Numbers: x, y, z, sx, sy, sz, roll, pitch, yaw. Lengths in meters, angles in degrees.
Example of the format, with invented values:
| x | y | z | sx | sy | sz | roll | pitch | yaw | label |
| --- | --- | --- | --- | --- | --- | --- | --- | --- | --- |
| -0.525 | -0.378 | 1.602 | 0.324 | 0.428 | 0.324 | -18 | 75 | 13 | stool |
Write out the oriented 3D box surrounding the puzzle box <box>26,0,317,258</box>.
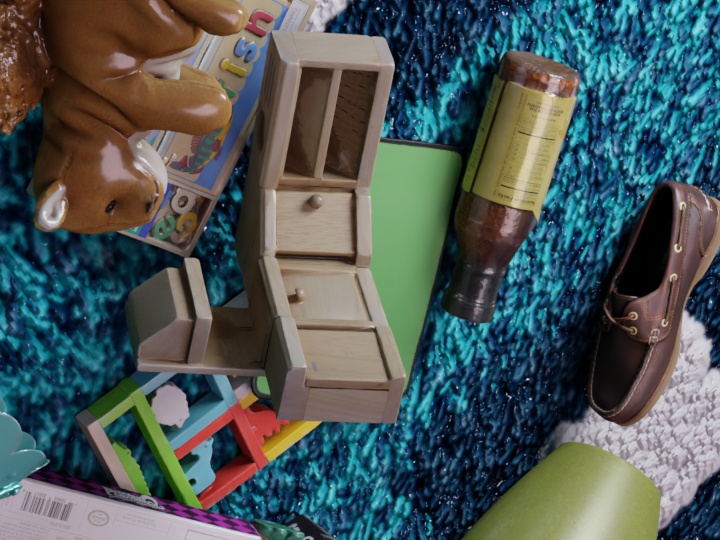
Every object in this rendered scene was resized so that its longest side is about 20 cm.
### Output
| x | y | z | sx | sy | sz | roll | pitch | yaw | label |
| --- | --- | --- | --- | --- | --- | --- | --- | --- | --- |
| -0.124 | -0.117 | 1.606 | 0.133 | 0.025 | 0.200 | 21 | 98 | -42 | puzzle box |

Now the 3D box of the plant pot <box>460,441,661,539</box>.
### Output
| x | y | z | sx | sy | sz | roll | pitch | yaw | label |
| --- | --- | --- | --- | --- | --- | --- | --- | --- | --- |
| 0.155 | 0.245 | 1.925 | 0.200 | 0.187 | 0.187 | -58 | 135 | -20 | plant pot |

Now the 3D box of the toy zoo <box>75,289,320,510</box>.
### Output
| x | y | z | sx | sy | sz | roll | pitch | yaw | label |
| --- | --- | --- | --- | --- | --- | --- | --- | --- | --- |
| -0.098 | 0.094 | 1.738 | 0.200 | 0.020 | 0.131 | -36 | 130 | -18 | toy zoo |

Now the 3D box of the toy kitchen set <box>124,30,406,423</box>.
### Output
| x | y | z | sx | sy | sz | roll | pitch | yaw | label |
| --- | --- | --- | --- | --- | --- | --- | --- | --- | --- |
| -0.059 | -0.029 | 1.566 | 0.163 | 0.200 | 0.181 | 2 | 124 | -15 | toy kitchen set |

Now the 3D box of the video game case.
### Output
| x | y | z | sx | sy | sz | roll | pitch | yaw | label |
| --- | --- | --- | --- | --- | --- | --- | --- | --- | --- |
| -0.192 | 0.238 | 1.689 | 0.200 | 0.036 | 0.182 | 16 | 101 | -24 | video game case |

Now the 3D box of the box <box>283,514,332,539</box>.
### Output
| x | y | z | sx | sy | sz | roll | pitch | yaw | label |
| --- | --- | --- | --- | --- | --- | --- | --- | --- | --- |
| -0.094 | 0.299 | 1.828 | 0.200 | 0.046 | 0.159 | -30 | 127 | -23 | box |

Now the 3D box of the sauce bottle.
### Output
| x | y | z | sx | sy | sz | roll | pitch | yaw | label |
| --- | --- | --- | --- | --- | --- | --- | --- | --- | --- |
| 0.105 | -0.060 | 1.792 | 0.066 | 0.066 | 0.200 | 3 | 112 | -39 | sauce bottle |

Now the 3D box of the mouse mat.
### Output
| x | y | z | sx | sy | sz | roll | pitch | yaw | label |
| --- | --- | --- | --- | --- | --- | --- | --- | --- | --- |
| 0.000 | 0.000 | 1.760 | 0.161 | 0.008 | 0.200 | 4 | 103 | -44 | mouse mat |

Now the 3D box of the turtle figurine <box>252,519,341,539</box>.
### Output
| x | y | z | sx | sy | sz | roll | pitch | yaw | label |
| --- | --- | --- | --- | --- | --- | --- | --- | --- | --- |
| -0.062 | 0.286 | 1.749 | 0.150 | 0.101 | 0.200 | 20 | 83 | -56 | turtle figurine |

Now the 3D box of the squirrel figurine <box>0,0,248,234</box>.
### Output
| x | y | z | sx | sy | sz | roll | pitch | yaw | label |
| --- | --- | --- | --- | --- | --- | --- | --- | --- | --- |
| -0.178 | -0.121 | 1.494 | 0.200 | 0.142 | 0.187 | 18 | 109 | -16 | squirrel figurine |

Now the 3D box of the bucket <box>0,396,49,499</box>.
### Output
| x | y | z | sx | sy | sz | roll | pitch | yaw | label |
| --- | --- | --- | --- | --- | --- | --- | --- | --- | --- |
| -0.301 | 0.079 | 1.453 | 0.135 | 0.207 | 0.207 | -40 | 131 | -8 | bucket |

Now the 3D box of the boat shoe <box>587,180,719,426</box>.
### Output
| x | y | z | sx | sy | sz | roll | pitch | yaw | label |
| --- | --- | --- | --- | --- | --- | --- | --- | --- | --- |
| 0.223 | 0.024 | 1.923 | 0.070 | 0.070 | 0.200 | 17 | 92 | -49 | boat shoe |
